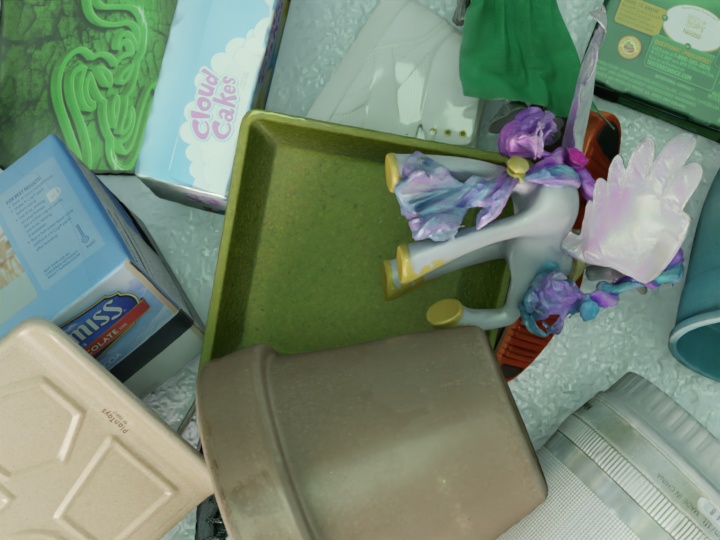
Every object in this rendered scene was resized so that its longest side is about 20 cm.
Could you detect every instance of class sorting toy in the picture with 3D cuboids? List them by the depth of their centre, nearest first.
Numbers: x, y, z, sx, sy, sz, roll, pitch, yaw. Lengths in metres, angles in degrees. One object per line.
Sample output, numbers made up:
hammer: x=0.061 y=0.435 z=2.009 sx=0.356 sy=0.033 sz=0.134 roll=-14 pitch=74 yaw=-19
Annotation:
sorting toy: x=-0.212 y=0.140 z=0.834 sx=0.199 sy=0.037 sz=0.185 roll=-39 pitch=124 yaw=5

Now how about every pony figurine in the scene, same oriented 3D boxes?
pony figurine: x=0.116 y=-0.039 z=0.815 sx=0.197 sy=0.194 sz=0.168 roll=-7 pitch=49 yaw=-6

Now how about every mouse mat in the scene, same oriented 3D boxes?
mouse mat: x=-0.192 y=-0.171 z=0.985 sx=0.158 sy=0.008 sz=0.203 roll=1 pitch=87 yaw=3

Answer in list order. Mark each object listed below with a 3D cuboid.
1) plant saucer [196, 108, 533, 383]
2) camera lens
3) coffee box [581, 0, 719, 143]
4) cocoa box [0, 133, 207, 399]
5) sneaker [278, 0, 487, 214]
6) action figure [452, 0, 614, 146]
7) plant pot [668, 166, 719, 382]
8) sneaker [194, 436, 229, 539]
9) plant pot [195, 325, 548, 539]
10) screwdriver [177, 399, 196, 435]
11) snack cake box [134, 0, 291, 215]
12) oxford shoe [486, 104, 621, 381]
plant saucer: x=0.000 y=0.000 z=0.904 sx=0.197 sy=0.048 sz=0.203 roll=9 pitch=106 yaw=-9
camera lens: x=0.159 y=0.188 z=0.863 sx=0.160 sy=0.160 sz=0.200 roll=44 pitch=89 yaw=5
coffee box: x=0.244 y=-0.206 z=0.947 sx=0.121 sy=0.044 sz=0.202 roll=20 pitch=87 yaw=3
cocoa box: x=-0.227 y=0.038 z=0.888 sx=0.199 sy=0.131 sz=0.134 roll=-37 pitch=57 yaw=-1
sneaker: x=0.022 y=-0.088 z=0.935 sx=0.115 sy=0.074 sz=0.201 roll=31 pitch=86 yaw=8
action figure: x=0.103 y=-0.182 z=0.920 sx=0.117 sy=0.055 sz=0.202 roll=12 pitch=55 yaw=-28
plant pot: x=0.311 y=-0.029 z=0.864 sx=0.197 sy=0.200 sz=0.191 roll=10 pitch=74 yaw=4
sneaker: x=-0.085 y=0.182 z=0.899 sx=0.074 sy=0.114 sz=0.203 roll=1 pitch=86 yaw=3
plant pot: x=0.015 y=0.117 z=0.809 sx=0.173 sy=0.200 sz=0.203 roll=-23 pitch=85 yaw=6
screwdriver: x=-0.099 y=0.069 z=0.954 sx=0.029 sy=0.028 sz=0.202 roll=25 pitch=89 yaw=-24
snack cake box: x=-0.095 y=-0.147 z=0.921 sx=0.066 sy=0.115 sz=0.203 roll=14 pitch=86 yaw=-2
oxford shoe: x=0.119 y=-0.021 z=0.939 sx=0.072 sy=0.071 sz=0.202 roll=21 pitch=90 yaw=33
